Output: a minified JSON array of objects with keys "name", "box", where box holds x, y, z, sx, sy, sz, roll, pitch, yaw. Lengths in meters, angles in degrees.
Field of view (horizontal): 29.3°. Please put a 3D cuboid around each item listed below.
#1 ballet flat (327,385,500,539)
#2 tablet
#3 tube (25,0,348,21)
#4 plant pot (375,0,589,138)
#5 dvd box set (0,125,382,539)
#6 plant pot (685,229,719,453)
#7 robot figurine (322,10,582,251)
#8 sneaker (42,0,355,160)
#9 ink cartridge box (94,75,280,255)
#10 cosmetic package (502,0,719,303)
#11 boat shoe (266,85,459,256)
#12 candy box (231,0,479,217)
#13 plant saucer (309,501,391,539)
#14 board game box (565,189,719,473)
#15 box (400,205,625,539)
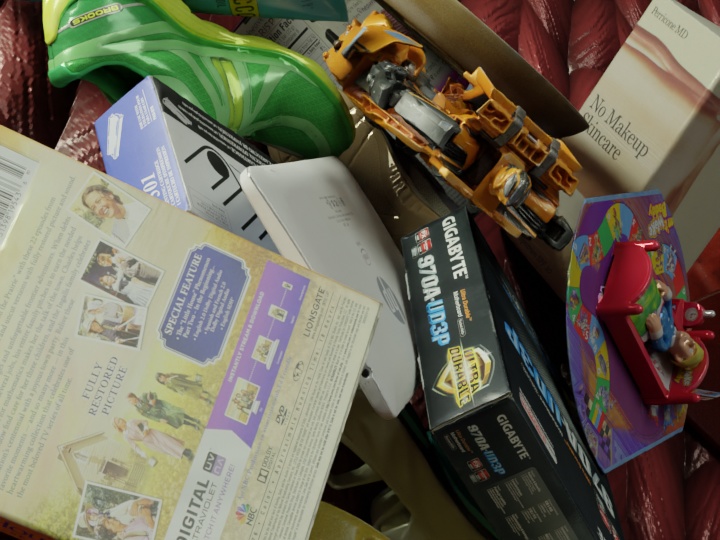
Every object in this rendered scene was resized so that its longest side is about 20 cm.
[{"name":"ballet flat","box":[0.019,0.105,0.726,0.201,0.069,0.070,54,32,-27]},{"name":"tablet","box":[0.000,0.000,0.704,0.131,0.014,0.200,59,13,0]},{"name":"tube","box":[-0.106,-0.168,0.756,0.197,0.078,0.051,5,71,6]},{"name":"plant pot","box":[0.059,-0.144,0.856,0.199,0.028,0.200,39,8,-6]},{"name":"dvd box set","box":[-0.102,0.039,0.543,0.198,0.029,0.148,24,63,-12]},{"name":"plant pot","box":[0.336,0.045,1.023,0.177,0.199,0.200,57,36,-7]},{"name":"robot figurine","box":[0.051,-0.082,0.766,0.144,0.058,0.200,37,5,-29]},{"name":"sneaker","box":[-0.091,-0.095,0.761,0.198,0.074,0.085,21,68,-35]},{"name":"ink cartridge box","box":[-0.050,-0.015,0.729,0.199,0.044,0.095,33,28,-47]},{"name":"cosmetic package","box":[0.199,-0.073,0.946,0.087,0.201,0.104,20,21,-34]},{"name":"boat shoe","box":[0.016,-0.039,0.857,0.200,0.072,0.065,46,10,15]},{"name":"candy box","box":[0.023,-0.130,0.944,0.200,0.061,0.137,47,37,-5]},{"name":"plant saucer","box":[0.028,0.211,0.616,0.199,0.048,0.201,36,36,-17]},{"name":"board game box","box":[0.183,0.031,0.835,0.199,0.039,0.160,-9,95,-57]},{"name":"box","box":[0.089,0.088,0.749,0.201,0.046,0.160,58,15,-32]}]
